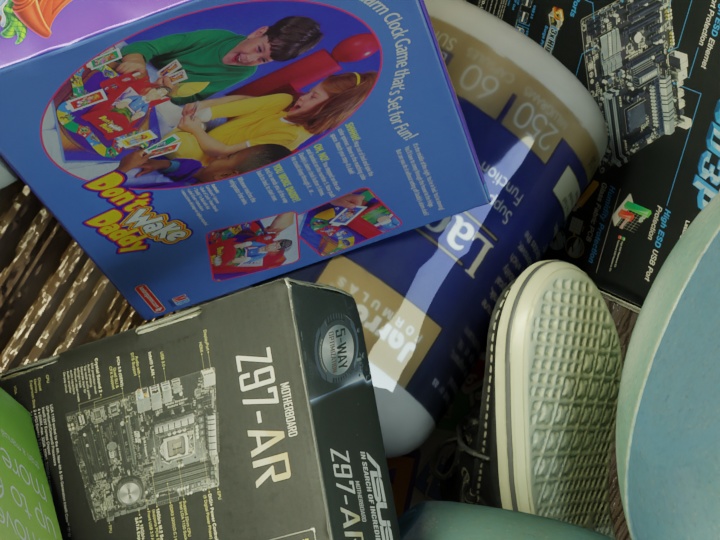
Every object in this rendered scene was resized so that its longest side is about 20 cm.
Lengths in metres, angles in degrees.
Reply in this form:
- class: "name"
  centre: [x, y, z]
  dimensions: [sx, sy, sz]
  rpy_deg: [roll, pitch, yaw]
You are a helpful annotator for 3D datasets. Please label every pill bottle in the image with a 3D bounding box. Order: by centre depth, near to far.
- class: "pill bottle"
  centre: [0.000, 0.000, 0.820]
  dimensions: [0.200, 0.115, 0.116]
  rpy_deg: [-58, 147, -11]

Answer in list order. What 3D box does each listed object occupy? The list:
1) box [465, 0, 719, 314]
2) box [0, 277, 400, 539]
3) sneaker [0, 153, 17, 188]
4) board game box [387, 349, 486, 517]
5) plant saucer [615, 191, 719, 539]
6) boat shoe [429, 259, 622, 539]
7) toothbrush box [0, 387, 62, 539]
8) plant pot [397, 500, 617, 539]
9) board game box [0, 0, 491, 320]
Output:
- class: "box"
  centre: [0.116, -0.091, 0.884]
  dimensions: [0.046, 0.159, 0.201]
  rpy_deg: [-8, 117, -52]
- class: "box"
  centre: [-0.061, 0.120, 0.695]
  dimensions: [0.043, 0.160, 0.201]
  rpy_deg: [13, 62, -58]
- class: "sneaker"
  centre: [-0.168, -0.062, 0.601]
  dimensions: [0.082, 0.074, 0.200]
  rpy_deg: [-26, 155, 7]
- class: "board game box"
  centre: [0.020, 0.089, 0.928]
  dimensions: [0.030, 0.095, 0.201]
  rpy_deg: [8, 104, -55]
- class: "plant saucer"
  centre: [0.153, 0.026, 0.836]
  dimensions: [0.201, 0.039, 0.202]
  rpy_deg: [-28, 131, -37]
- class: "boat shoe"
  centre: [0.062, 0.074, 0.832]
  dimensions: [0.075, 0.062, 0.200]
  rpy_deg: [-45, 145, -33]
- class: "toothbrush box"
  centre: [-0.142, 0.107, 0.603]
  dimensions: [0.086, 0.200, 0.146]
  rpy_deg: [-26, 144, 9]
- class: "plant pot"
  centre: [0.038, 0.161, 0.749]
  dimensions: [0.200, 0.135, 0.200]
  rpy_deg: [-45, 179, -1]
- class: "board game box"
  centre: [-0.040, -0.056, 0.678]
  dimensions: [0.134, 0.045, 0.200]
  rpy_deg: [-19, 157, 4]
